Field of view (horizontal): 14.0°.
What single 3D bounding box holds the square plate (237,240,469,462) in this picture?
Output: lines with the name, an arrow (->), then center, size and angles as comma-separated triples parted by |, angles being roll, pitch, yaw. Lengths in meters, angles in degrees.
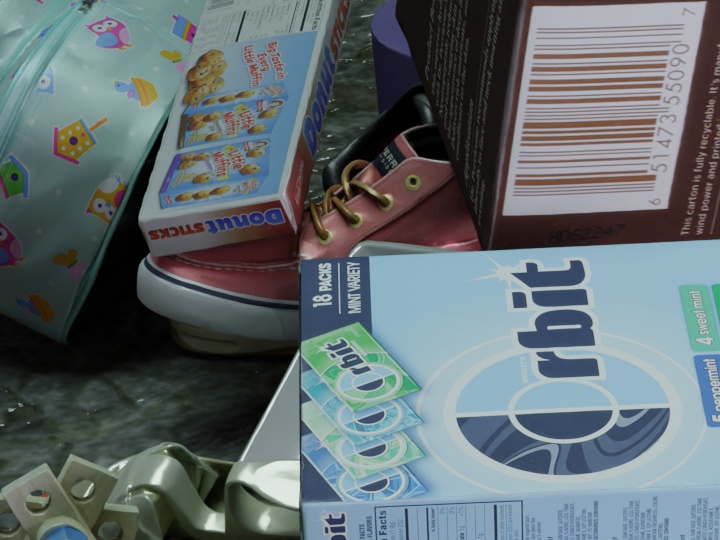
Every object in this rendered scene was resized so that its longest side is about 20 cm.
square plate -> 0.048, 0.077, 1.231 | 0.198, 0.028, 0.200 | 8, 52, 28

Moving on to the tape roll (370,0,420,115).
tape roll -> 0.108, -0.108, 1.658 | 0.199, 0.085, 0.200 | -5, 23, 2

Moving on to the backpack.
backpack -> -0.149, -0.066, 1.492 | 0.153, 0.176, 0.200 | 25, 32, -7

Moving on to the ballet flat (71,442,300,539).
ballet flat -> -0.055, 0.098, 1.189 | 0.199, 0.070, 0.069 | 3, 24, 27

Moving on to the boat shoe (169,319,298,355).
boat shoe -> 0.000, 0.000, 1.449 | 0.199, 0.069, 0.074 | -4, 23, 6

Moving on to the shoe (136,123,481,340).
shoe -> -0.003, -0.021, 1.360 | 0.199, 0.091, 0.071 | 2, 23, -18

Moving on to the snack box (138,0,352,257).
snack box -> -0.052, -0.081, 1.388 | 0.072, 0.024, 0.200 | -9, 36, 15

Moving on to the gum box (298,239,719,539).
gum box -> 0.076, 0.053, 1.140 | 0.199, 0.045, 0.170 | -2, 33, 0

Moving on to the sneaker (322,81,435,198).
sneaker -> 0.068, -0.070, 1.518 | 0.200, 0.077, 0.084 | -30, -14, 19

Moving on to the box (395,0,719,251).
box -> 0.120, -0.129, 1.305 | 0.164, 0.166, 0.200 | -3, 40, -11

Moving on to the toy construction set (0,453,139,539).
toy construction set -> -0.080, 0.151, 1.101 | 0.131, 0.092, 0.200 | -10, 34, -9
